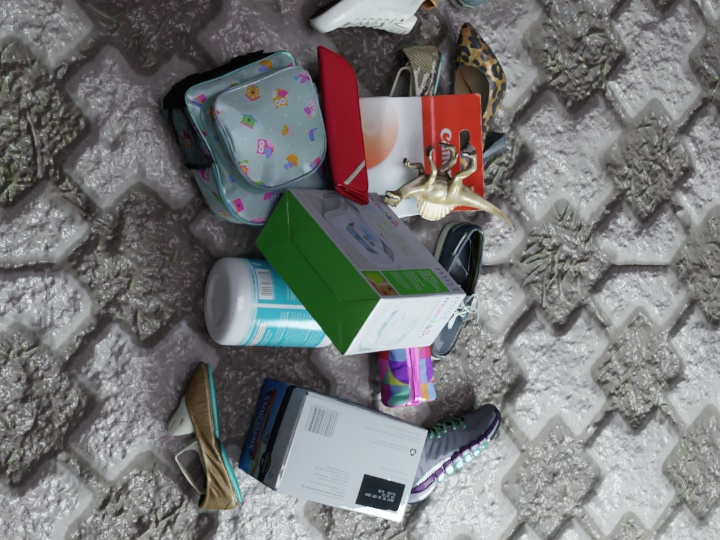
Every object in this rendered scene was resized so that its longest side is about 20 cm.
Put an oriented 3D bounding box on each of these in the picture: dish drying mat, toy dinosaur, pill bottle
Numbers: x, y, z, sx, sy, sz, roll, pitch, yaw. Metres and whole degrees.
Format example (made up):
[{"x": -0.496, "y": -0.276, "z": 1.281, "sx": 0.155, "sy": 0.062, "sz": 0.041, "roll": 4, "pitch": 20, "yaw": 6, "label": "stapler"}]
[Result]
[{"x": -0.020, "y": -0.185, "z": 1.427, "sx": 0.077, "sy": 0.018, "sz": 0.202, "roll": 24, "pitch": 54, "yaw": -50, "label": "dish drying mat"}, {"x": 0.116, "y": -0.113, "z": 1.490, "sx": 0.198, "sy": 0.058, "sz": 0.102, "roll": 6, "pitch": 108, "yaw": -23, "label": "toy dinosaur"}, {"x": -0.094, "y": 0.044, "z": 1.457, "sx": 0.198, "sy": 0.111, "sz": 0.112, "roll": 4, "pitch": 93, "yaw": -28, "label": "pill bottle"}]

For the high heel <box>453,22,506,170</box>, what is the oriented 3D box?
[{"x": 0.141, "y": -0.231, "z": 1.563, "sx": 0.142, "sy": 0.071, "sz": 0.202, "roll": -35, "pitch": 119, "yaw": -40, "label": "high heel"}]

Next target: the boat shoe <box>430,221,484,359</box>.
[{"x": 0.136, "y": 0.031, "z": 1.606, "sx": 0.074, "sy": 0.062, "sz": 0.202, "roll": 18, "pitch": 87, "yaw": -30, "label": "boat shoe"}]

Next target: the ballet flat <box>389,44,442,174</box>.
[{"x": 0.072, "y": -0.211, "z": 1.553, "sx": 0.074, "sy": 0.068, "sz": 0.202, "roll": 1, "pitch": 95, "yaw": -8, "label": "ballet flat"}]

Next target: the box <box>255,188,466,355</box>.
[{"x": 0.000, "y": 0.000, "z": 1.390, "sx": 0.176, "sy": 0.200, "sz": 0.097, "roll": -1, "pitch": 133, "yaw": -49, "label": "box"}]

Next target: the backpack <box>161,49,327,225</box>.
[{"x": -0.128, "y": -0.156, "z": 1.400, "sx": 0.175, "sy": 0.153, "sz": 0.202, "roll": -28, "pitch": 114, "yaw": -29, "label": "backpack"}]

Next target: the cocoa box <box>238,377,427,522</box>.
[{"x": -0.037, "y": 0.237, "z": 1.494, "sx": 0.199, "sy": 0.131, "sz": 0.135, "roll": 20, "pitch": 85, "yaw": -28, "label": "cocoa box"}]

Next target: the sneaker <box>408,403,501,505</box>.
[{"x": 0.115, "y": 0.243, "z": 1.612, "sx": 0.200, "sy": 0.074, "sz": 0.088, "roll": -40, "pitch": 107, "yaw": -19, "label": "sneaker"}]

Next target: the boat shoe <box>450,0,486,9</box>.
[{"x": 0.208, "y": -0.445, "z": 1.598, "sx": 0.200, "sy": 0.062, "sz": 0.073, "roll": -45, "pitch": 113, "yaw": -17, "label": "boat shoe"}]

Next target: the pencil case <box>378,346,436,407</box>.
[{"x": 0.059, "y": 0.089, "z": 1.560, "sx": 0.088, "sy": 0.088, "sz": 0.202, "roll": -11, "pitch": 101, "yaw": -27, "label": "pencil case"}]

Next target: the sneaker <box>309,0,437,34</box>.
[{"x": 0.027, "y": -0.346, "z": 1.504, "sx": 0.199, "sy": 0.073, "sz": 0.085, "roll": -30, "pitch": 106, "yaw": -24, "label": "sneaker"}]

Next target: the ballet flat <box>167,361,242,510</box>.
[{"x": -0.207, "y": 0.220, "z": 1.449, "sx": 0.072, "sy": 0.068, "sz": 0.202, "roll": -13, "pitch": 106, "yaw": -7, "label": "ballet flat"}]

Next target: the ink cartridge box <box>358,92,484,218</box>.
[{"x": 0.064, "y": -0.152, "z": 1.505, "sx": 0.198, "sy": 0.050, "sz": 0.164, "roll": -2, "pitch": 98, "yaw": 8, "label": "ink cartridge box"}]
